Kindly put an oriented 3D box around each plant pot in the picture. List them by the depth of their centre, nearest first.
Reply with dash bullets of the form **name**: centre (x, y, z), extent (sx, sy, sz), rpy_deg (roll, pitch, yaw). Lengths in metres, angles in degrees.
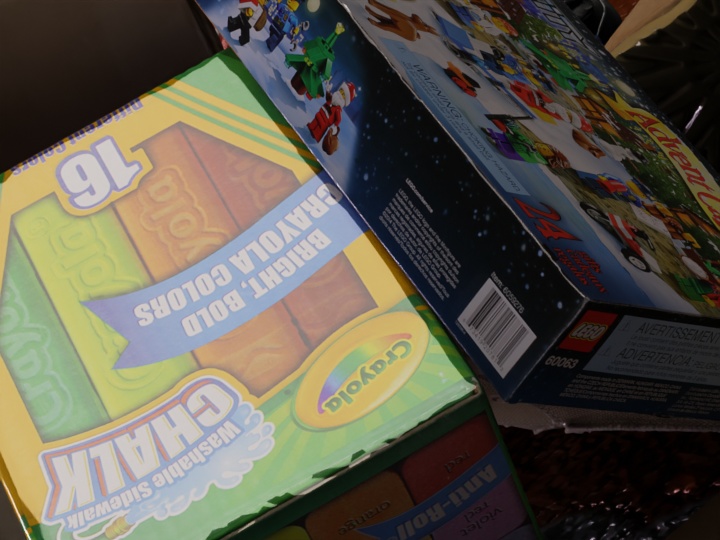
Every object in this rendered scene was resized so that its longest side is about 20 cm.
- **plant pot**: centre (-0.157, -0.093, 1.173), extent (0.173, 0.200, 0.200), rpy_deg (-26, 20, 3)

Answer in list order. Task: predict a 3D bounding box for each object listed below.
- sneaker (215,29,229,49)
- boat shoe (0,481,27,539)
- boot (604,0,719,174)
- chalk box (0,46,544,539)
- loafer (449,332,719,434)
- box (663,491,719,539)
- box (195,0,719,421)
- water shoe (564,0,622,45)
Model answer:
- **sneaker**: centre (-0.066, -0.110, 1.326), extent (0.116, 0.078, 0.200), rpy_deg (-38, 15, 31)
- **boat shoe**: centre (-0.054, 0.049, 0.882), extent (0.200, 0.073, 0.063), rpy_deg (-22, 1, -10)
- **boot**: centre (0.139, -0.136, 0.883), extent (0.175, 0.066, 0.200), rpy_deg (-46, 21, 37)
- **chalk box**: centre (-0.027, 0.059, 0.696), extent (0.125, 0.124, 0.200), rpy_deg (-30, 50, -5)
- **loafer**: centre (0.073, 0.016, 0.802), extent (0.200, 0.068, 0.076), rpy_deg (4, 69, 30)
- **box**: centre (0.179, 0.060, 0.630), extent (0.163, 0.021, 0.200), rpy_deg (-36, 22, -23)
- **box**: centre (0.040, -0.040, 0.715), extent (0.038, 0.137, 0.200), rpy_deg (-53, 54, 24)
- **water shoe**: centre (0.073, -0.096, 1.070), extent (0.079, 0.072, 0.200), rpy_deg (-25, 20, 14)
